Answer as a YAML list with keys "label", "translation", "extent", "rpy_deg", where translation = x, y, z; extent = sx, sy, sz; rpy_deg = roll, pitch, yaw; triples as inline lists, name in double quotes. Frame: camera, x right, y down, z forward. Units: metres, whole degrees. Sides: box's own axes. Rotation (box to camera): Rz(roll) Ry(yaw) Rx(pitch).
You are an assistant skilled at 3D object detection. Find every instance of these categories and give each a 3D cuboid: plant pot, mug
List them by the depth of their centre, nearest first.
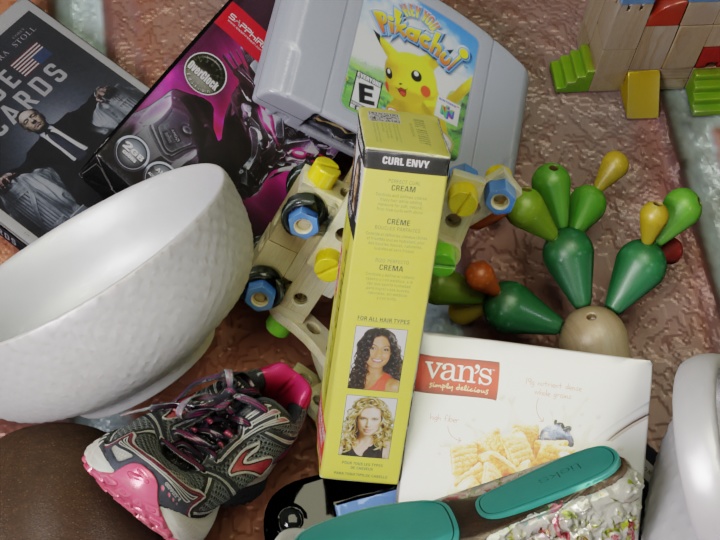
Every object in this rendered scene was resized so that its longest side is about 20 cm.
- label: "plant pot"
  translation: [-0.164, 0.190, 0.819]
  extent: [0.185, 0.188, 0.201]
  rpy_deg: [-5, 45, -9]
- label: "mug"
  translation: [0.222, 0.131, 0.852]
  extent: [0.146, 0.200, 0.177]
  rpy_deg: [-15, 45, 29]

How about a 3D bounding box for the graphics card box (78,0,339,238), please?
- label: "graphics card box"
  translation: [-0.081, -0.097, 1.020]
  extent: [0.125, 0.051, 0.201]
  rpy_deg: [43, 64, -11]

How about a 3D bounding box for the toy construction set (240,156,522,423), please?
- label: "toy construction set"
  translation: [0.000, 0.000, 0.939]
  extent: [0.130, 0.201, 0.092]
  rpy_deg: [24, 19, -14]

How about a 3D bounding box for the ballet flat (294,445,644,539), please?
- label: "ballet flat"
  translation: [0.062, 0.154, 0.824]
  extent: [0.198, 0.065, 0.076]
  rpy_deg: [-15, 20, 3]

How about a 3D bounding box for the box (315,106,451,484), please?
- label: "box"
  translation: [0.011, 0.015, 0.857]
  extent: [0.050, 0.202, 0.075]
  rpy_deg: [5, 24, -6]

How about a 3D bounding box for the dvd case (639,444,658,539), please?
- label: "dvd case"
  translation: [0.161, 0.219, 0.915]
  extent: [0.200, 0.016, 0.149]
  rpy_deg: [-38, 70, -22]

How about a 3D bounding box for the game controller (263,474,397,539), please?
- label: "game controller"
  translation: [0.044, 0.160, 0.909]
  extent: [0.198, 0.042, 0.105]
  rpy_deg: [-14, 61, -4]

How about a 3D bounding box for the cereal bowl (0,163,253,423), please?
- label: "cereal bowl"
  translation: [-0.143, 0.024, 0.875]
  extent: [0.200, 0.199, 0.084]
  rpy_deg: [-39, 112, -23]

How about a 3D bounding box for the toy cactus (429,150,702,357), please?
- label: "toy cactus"
  translation: [0.137, 0.013, 0.998]
  extent: [0.198, 0.102, 0.167]
  rpy_deg: [-14, 82, -16]

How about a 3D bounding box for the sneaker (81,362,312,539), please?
- label: "sneaker"
  translation: [-0.088, 0.093, 0.847]
  extent: [0.080, 0.200, 0.075]
  rpy_deg: [40, 104, 7]

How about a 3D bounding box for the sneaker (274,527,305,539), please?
- label: "sneaker"
  translation: [-0.033, 0.250, 0.831]
  extent: [0.073, 0.116, 0.201]
  rpy_deg: [16, 35, -31]

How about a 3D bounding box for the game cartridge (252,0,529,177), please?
- label: "game cartridge"
  translation: [0.028, -0.131, 1.037]
  extent: [0.199, 0.040, 0.135]
  rpy_deg: [24, 57, -23]

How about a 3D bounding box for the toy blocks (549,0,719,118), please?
- label: "toy blocks"
  translation: [0.245, -0.191, 1.082]
  extent: [0.198, 0.137, 0.101]
  rpy_deg: [-3, 61, -8]

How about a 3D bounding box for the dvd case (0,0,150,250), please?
- label: "dvd case"
  translation: [-0.210, -0.087, 1.040]
  extent: [0.199, 0.025, 0.150]
  rpy_deg: [36, 63, 13]

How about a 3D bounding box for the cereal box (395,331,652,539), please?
- label: "cereal box"
  translation: [0.090, 0.143, 0.878]
  extent: [0.142, 0.040, 0.202]
  rpy_deg: [6, 77, 1]
